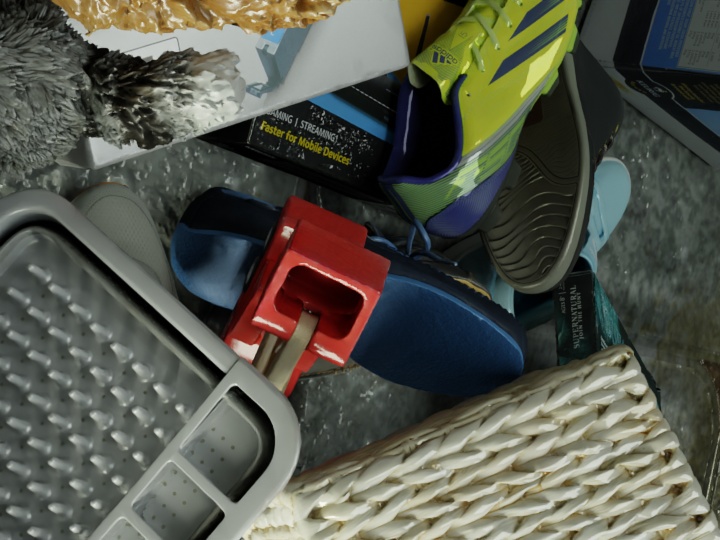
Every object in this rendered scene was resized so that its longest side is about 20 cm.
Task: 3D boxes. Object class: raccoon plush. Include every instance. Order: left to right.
[{"bbox_3d":[-0.166,-0.088,0.994,0.134,0.198,0.098,-15,93,-68],"label":"raccoon plush"}]

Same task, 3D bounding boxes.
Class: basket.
[{"bbox_3d":[0.061,0.148,1.109,0.199,0.198,0.162,-21,87,-13],"label":"basket"}]

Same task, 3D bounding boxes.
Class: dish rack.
[{"bbox_3d":[-0.137,0.080,1.050,0.172,0.200,0.044,-49,161,-2],"label":"dish rack"}]

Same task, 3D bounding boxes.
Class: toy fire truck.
[{"bbox_3d":[-0.041,0.039,1.121,0.141,0.048,0.201,-76,-168,-56],"label":"toy fire truck"}]

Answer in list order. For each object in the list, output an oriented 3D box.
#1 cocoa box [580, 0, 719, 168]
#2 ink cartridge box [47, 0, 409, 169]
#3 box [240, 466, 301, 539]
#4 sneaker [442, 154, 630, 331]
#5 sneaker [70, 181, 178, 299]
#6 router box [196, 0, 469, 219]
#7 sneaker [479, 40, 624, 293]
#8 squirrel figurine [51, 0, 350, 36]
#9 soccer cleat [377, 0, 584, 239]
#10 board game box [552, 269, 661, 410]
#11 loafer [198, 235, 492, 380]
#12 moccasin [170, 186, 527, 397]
[{"bbox_3d":[0.260,-0.154,1.511,0.200,0.131,0.134,29,77,-48],"label":"cocoa box"},{"bbox_3d":[-0.079,-0.163,1.139,0.199,0.045,0.178,-21,107,-32],"label":"ink cartridge box"},{"bbox_3d":[-0.116,0.191,1.216,0.160,0.043,0.202,12,89,-50],"label":"box"},{"bbox_3d":[0.125,-0.009,1.424,0.200,0.082,0.074,-40,127,-37],"label":"sneaker"},{"bbox_3d":[-0.105,0.047,1.120,0.075,0.092,0.202,1,72,-29],"label":"sneaker"},{"bbox_3d":[0.005,-0.118,1.283,0.199,0.051,0.150,19,83,-48],"label":"router box"},{"bbox_3d":[0.125,-0.068,1.383,0.106,0.074,0.202,35,50,-50],"label":"sneaker"},{"bbox_3d":[-0.075,-0.171,1.039,0.186,0.141,0.201,18,40,-43],"label":"squirrel figurine"},{"bbox_3d":[0.066,-0.116,1.266,0.083,0.064,0.202,31,72,-39],"label":"soccer cleat"},{"bbox_3d":[0.156,0.102,1.397,0.200,0.028,0.136,53,32,-59],"label":"board game box"},{"bbox_3d":[-0.008,0.022,1.283,0.199,0.072,0.073,-21,115,-44],"label":"loafer"},{"bbox_3d":[0.000,0.000,1.218,0.081,0.199,0.068,-58,-168,36],"label":"moccasin"}]
